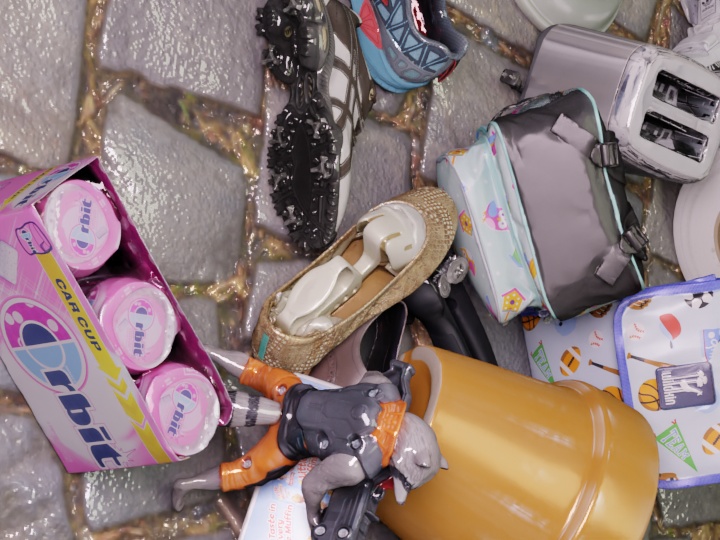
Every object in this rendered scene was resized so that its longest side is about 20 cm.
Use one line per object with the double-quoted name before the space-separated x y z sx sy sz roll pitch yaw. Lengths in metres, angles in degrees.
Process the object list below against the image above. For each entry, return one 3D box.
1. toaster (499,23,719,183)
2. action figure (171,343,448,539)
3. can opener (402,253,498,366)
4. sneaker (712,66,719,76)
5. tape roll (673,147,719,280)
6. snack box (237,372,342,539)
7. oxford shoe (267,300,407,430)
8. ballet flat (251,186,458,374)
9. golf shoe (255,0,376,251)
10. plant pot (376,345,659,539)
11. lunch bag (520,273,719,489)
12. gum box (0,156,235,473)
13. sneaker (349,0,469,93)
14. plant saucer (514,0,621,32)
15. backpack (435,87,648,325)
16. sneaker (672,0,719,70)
"toaster" 0.231 -0.146 1.630 0.199 0.129 0.115 18 90 -44
"action figure" -0.038 0.131 1.265 0.105 0.191 0.202 67 29 -56
"can opener" 0.069 0.040 1.489 0.200 0.078 0.064 54 54 -40
"sneaker" 0.362 -0.162 1.656 0.079 0.200 0.074 -17 102 -23
"tape roll" 0.416 -0.042 1.774 0.139 0.202 0.205 -24 101 -46
"snack box" -0.045 0.177 1.323 0.071 0.024 0.202 17 75 4
"oxford shoe" -0.015 0.106 1.381 0.071 0.072 0.202 33 61 -39
"ballet flat" 0.000 0.000 1.373 0.200 0.070 0.065 -45 161 -19
"golf shoe" -0.020 -0.115 1.413 0.094 0.077 0.202 3 82 -46
"plant pot" 0.094 0.153 1.420 0.182 0.200 0.202 30 61 -21
"lunch bag" 0.243 0.096 1.565 0.123 0.199 0.172 -10 91 -47
"gum box" -0.175 0.037 1.195 0.066 0.113 0.201 -44 115 -41
"sneaker" 0.032 -0.245 1.476 0.079 0.095 0.202 -36 109 -44
"plant saucer" 0.195 -0.309 1.695 0.199 0.050 0.202 10 76 -45
"backpack" 0.144 -0.048 1.509 0.200 0.152 0.177 -46 116 -82
"sneaker" 0.329 -0.221 1.809 0.199 0.075 0.116 -7 80 -43
